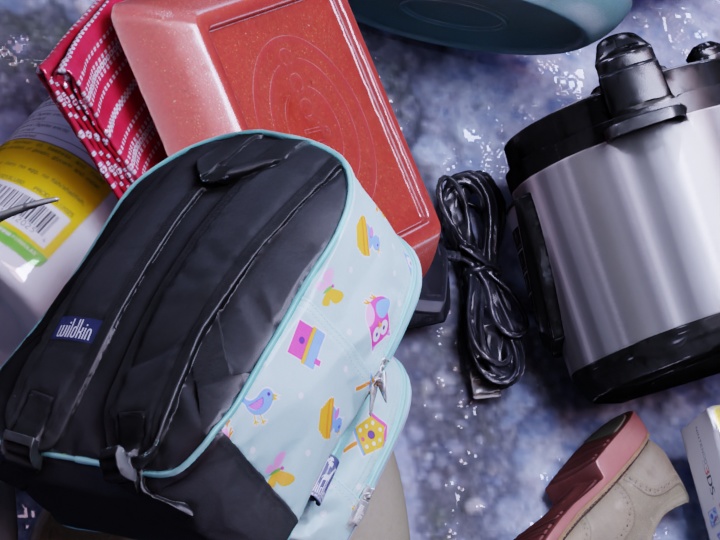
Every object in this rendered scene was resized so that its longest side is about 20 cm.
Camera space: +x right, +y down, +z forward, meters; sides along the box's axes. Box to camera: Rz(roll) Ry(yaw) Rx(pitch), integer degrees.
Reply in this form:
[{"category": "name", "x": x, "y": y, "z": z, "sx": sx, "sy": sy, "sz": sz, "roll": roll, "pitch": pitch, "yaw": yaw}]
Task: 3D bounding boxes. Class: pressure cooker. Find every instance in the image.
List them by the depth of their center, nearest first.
[{"category": "pressure cooker", "x": 0.177, "y": -0.039, "z": 1.702, "sx": 0.178, "sy": 0.176, "sz": 0.201, "roll": -11, "pitch": 80, "yaw": -38}]

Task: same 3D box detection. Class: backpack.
[{"category": "backpack", "x": -0.062, "y": 0.038, "z": 1.410, "sx": 0.153, "sy": 0.175, "sz": 0.201, "roll": 42, "pitch": 64, "yaw": -39}]

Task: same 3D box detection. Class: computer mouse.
[{"category": "computer mouse", "x": 0.000, "y": 0.000, "z": 1.685, "sx": 0.199, "sy": 0.053, "sz": 0.139, "roll": 10, "pitch": 63, "yaw": -34}]

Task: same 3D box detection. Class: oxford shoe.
[{"category": "oxford shoe", "x": 0.122, "y": 0.167, "z": 1.657, "sx": 0.075, "sy": 0.070, "sz": 0.200, "roll": 46, "pitch": 59, "yaw": -7}]

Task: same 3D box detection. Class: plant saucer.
[{"category": "plant saucer", "x": -0.032, "y": -0.070, "z": 1.579, "sx": 0.200, "sy": 0.037, "sz": 0.200, "roll": -27, "pitch": 96, "yaw": -60}, {"category": "plant saucer", "x": 0.055, "y": -0.157, "z": 1.692, "sx": 0.199, "sy": 0.200, "sz": 0.028, "roll": 14, "pitch": 81, "yaw": -19}]

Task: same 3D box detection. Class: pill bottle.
[{"category": "pill bottle", "x": -0.145, "y": -0.038, "z": 1.593, "sx": 0.111, "sy": 0.111, "sz": 0.200, "roll": 42, "pitch": 57, "yaw": -3}]

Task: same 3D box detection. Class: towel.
[{"category": "towel", "x": -0.081, "y": -0.063, "z": 1.560, "sx": 0.200, "sy": 0.022, "sz": 0.145, "roll": 58, "pitch": 39, "yaw": -21}]

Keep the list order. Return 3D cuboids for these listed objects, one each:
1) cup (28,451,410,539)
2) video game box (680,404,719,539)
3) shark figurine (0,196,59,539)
[{"category": "cup", "x": -0.051, "y": 0.160, "z": 1.525, "sx": 0.200, "sy": 0.200, "sz": 0.144, "roll": -50, "pitch": 123, "yaw": -32}, {"category": "video game box", "x": 0.297, "y": 0.161, "z": 1.706, "sx": 0.199, "sy": 0.047, "sz": 0.183, "roll": -3, "pitch": 70, "yaw": -26}, {"category": "shark figurine", "x": -0.188, "y": 0.053, "z": 1.497, "sx": 0.089, "sy": 0.128, "sz": 0.215, "roll": -11, "pitch": 113, "yaw": -24}]
